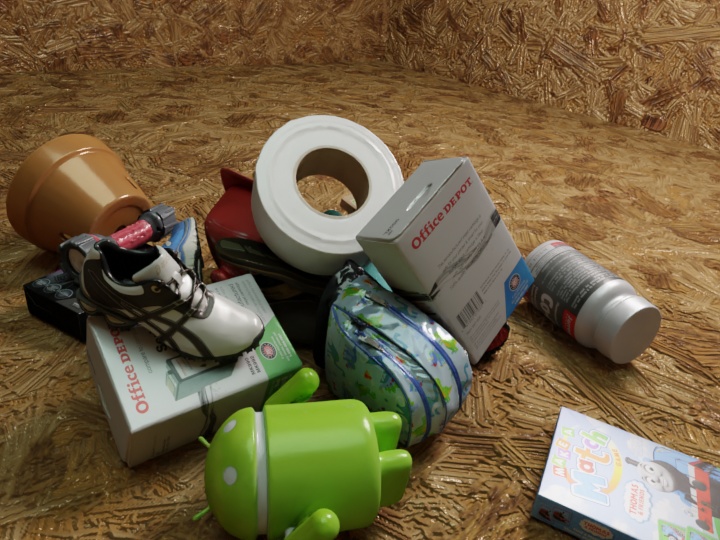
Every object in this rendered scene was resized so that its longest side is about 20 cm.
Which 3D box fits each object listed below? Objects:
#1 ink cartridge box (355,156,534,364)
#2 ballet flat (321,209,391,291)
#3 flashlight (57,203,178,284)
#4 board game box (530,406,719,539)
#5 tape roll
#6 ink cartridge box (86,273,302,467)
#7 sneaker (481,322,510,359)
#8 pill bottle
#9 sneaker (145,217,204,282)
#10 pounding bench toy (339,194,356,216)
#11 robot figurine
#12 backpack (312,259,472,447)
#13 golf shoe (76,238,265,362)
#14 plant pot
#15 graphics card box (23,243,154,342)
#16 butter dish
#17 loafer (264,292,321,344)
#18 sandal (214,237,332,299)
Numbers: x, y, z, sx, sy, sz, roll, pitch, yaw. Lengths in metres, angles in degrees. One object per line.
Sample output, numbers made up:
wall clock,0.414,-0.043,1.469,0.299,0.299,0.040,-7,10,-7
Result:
ink cartridge box,0.108,-0.013,0.673,0.145,0.201,0.084,-48,29,-21
ballet flat,0.000,0.000,0.791,0.069,0.070,0.201,-20,63,-40
flashlight,-0.354,-0.049,0.834,0.066,0.069,0.200,14,30,17
board game box,0.294,0.237,0.580,0.197,0.037,0.151,18,31,22
tape roll,-0.043,-0.099,0.731,0.198,0.071,0.206,6,66,-15
ink cartridge box,-0.188,0.105,0.630,0.197,0.085,0.147,-17,59,-36
sneaker,0.116,0.072,0.800,0.196,0.081,0.096,2,26,-8
pill bottle,0.347,0.046,0.856,0.112,0.116,0.200,-8,31,-24
sneaker,-0.273,-0.019,0.793,0.087,0.080,0.200,-8,24,-11
pounding bench toy,0.058,-0.009,0.861,0.199,0.158,0.123,37,38,24
robot figurine,-0.054,0.185,0.520,0.196,0.117,0.177,-1,41,-12
backpack,0.034,0.108,0.658,0.197,0.165,0.154,23,40,16
golf shoe,-0.190,0.030,0.569,0.196,0.095,0.079,17,43,-12
plant pot,-0.437,-0.098,0.904,0.139,0.202,0.200,32,35,13
graphics card box,-0.371,0.021,0.827,0.124,0.052,0.200,20,32,23
butter dish,-0.165,-0.023,0.841,0.197,0.202,0.148,25,55,32
loafer,-0.070,0.066,0.777,0.196,0.077,0.070,-7,27,-24
sandal,-0.103,0.012,0.744,0.197,0.055,0.082,21,15,-24
